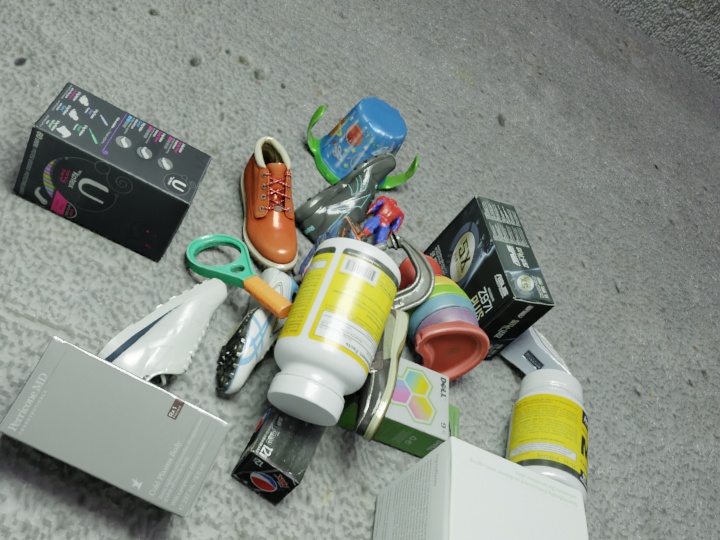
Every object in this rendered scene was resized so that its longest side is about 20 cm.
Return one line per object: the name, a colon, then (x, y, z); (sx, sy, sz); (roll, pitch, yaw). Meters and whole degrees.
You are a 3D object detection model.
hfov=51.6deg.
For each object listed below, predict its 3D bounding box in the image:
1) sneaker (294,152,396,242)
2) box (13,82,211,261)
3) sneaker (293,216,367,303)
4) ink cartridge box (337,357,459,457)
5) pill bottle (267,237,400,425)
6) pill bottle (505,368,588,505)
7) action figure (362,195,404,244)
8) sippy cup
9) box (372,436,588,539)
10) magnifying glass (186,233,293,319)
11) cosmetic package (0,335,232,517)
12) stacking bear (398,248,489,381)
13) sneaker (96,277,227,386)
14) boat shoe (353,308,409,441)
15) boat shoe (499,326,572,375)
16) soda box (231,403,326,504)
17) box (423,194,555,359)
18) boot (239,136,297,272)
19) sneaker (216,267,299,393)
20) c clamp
sneaker: (-0.014, -0.112, 1.180); (0.200, 0.075, 0.079); (-37, 93, -19)
box: (-0.311, -0.122, 0.947); (0.199, 0.122, 0.106); (26, 42, -15)
sneaker: (-0.050, 0.016, 1.006); (0.075, 0.078, 0.200); (47, 42, -21)
ink cartridge box: (0.067, 0.184, 1.011); (0.199, 0.059, 0.104); (25, 43, -17)
pill bottle: (-0.033, 0.072, 0.872); (0.112, 0.112, 0.201); (29, 62, -13)
pill bottle: (0.268, 0.245, 1.068); (0.114, 0.114, 0.200); (32, 42, -10)
action figure: (0.028, -0.071, 1.216); (0.065, 0.052, 0.200); (42, 36, -7)
sippy cup: (0.009, -0.217, 1.266); (0.177, 0.130, 0.140); (-6, 59, -41)
box: (0.131, 0.337, 0.840); (0.198, 0.171, 0.201); (26, 43, -16)
magnifying glass: (-0.155, 0.005, 0.964); (0.079, 0.022, 0.200); (-25, 45, -33)
cosmetic package: (-0.246, 0.158, 0.756); (0.199, 0.090, 0.107); (29, 72, -15)
stacking bear: (0.106, 0.055, 1.121); (0.113, 0.122, 0.200); (-13, 44, -9)
sneaker: (-0.223, 0.082, 0.882); (0.081, 0.076, 0.200); (49, 49, -1)
boat shoe: (0.012, 0.121, 0.933); (0.066, 0.072, 0.201); (22, 44, -4)
boat shoe: (0.274, 0.133, 1.218); (0.200, 0.074, 0.065); (55, 13, 24)
soda box: (-0.077, 0.176, 0.907); (0.071, 0.063, 0.200); (36, 41, -6)
box: (0.194, 0.013, 1.179); (0.086, 0.164, 0.201); (10, 50, -31)
boot: (-0.128, -0.097, 1.071); (0.075, 0.107, 0.201); (-2, 57, -26)
sneaker: (-0.125, 0.079, 0.955); (0.072, 0.072, 0.200); (37, 44, -15)
c clamp: (0.000, 0.000, 1.074); (0.199, 0.027, 0.172); (-17, 64, -5)
